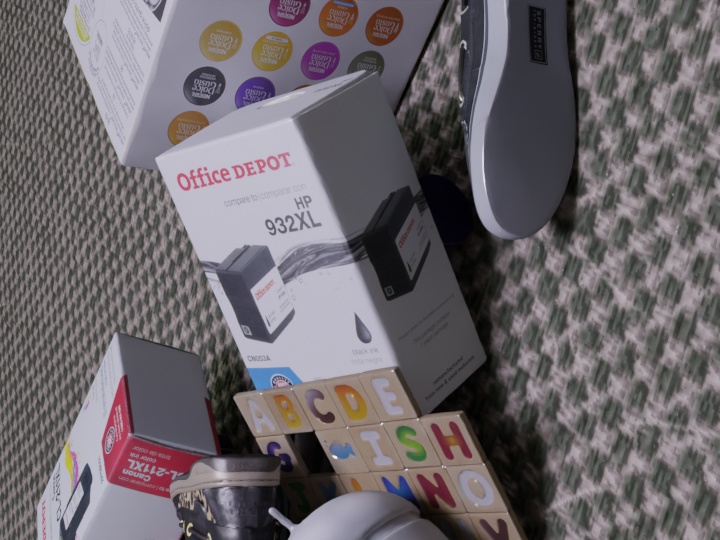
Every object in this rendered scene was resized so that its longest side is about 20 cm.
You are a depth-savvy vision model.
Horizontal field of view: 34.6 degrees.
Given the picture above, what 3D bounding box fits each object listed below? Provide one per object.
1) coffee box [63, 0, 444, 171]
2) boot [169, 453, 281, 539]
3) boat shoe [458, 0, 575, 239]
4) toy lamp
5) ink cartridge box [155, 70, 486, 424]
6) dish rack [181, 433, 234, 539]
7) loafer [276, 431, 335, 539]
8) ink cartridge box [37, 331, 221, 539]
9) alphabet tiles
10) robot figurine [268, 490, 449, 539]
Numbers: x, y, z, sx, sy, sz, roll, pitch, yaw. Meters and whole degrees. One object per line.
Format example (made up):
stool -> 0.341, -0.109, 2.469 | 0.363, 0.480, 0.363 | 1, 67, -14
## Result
coffee box -> -0.084, -0.200, 0.856 | 0.201, 0.197, 0.199 | 58, 132, 43
boot -> -0.088, 0.212, 0.785 | 0.200, 0.072, 0.153 | 130, 138, -65
boat shoe -> 0.089, -0.115, 0.702 | 0.056, 0.068, 0.203 | -16, 66, 59
toy lamp -> 0.000, 0.000, 0.827 | 0.200, 0.058, 0.059 | -40, 53, 49
ink cartridge box -> -0.026, -0.008, 0.742 | 0.144, 0.083, 0.202 | -7, 111, 46
dish rack -> -0.127, 0.252, 0.992 | 0.154, 0.054, 0.201 | -62, 39, 32
loafer -> -0.034, 0.187, 0.848 | 0.072, 0.062, 0.203 | -120, 29, -84
ink cartridge box -> -0.199, 0.180, 0.968 | 0.202, 0.082, 0.146 | -62, 28, 21
alphabet tiles -> 0.015, 0.142, 0.738 | 0.199, 0.008, 0.169 | -15, 107, 48
robot figurine -> 0.025, 0.210, 0.676 | 0.113, 0.170, 0.200 | -44, 64, -9
